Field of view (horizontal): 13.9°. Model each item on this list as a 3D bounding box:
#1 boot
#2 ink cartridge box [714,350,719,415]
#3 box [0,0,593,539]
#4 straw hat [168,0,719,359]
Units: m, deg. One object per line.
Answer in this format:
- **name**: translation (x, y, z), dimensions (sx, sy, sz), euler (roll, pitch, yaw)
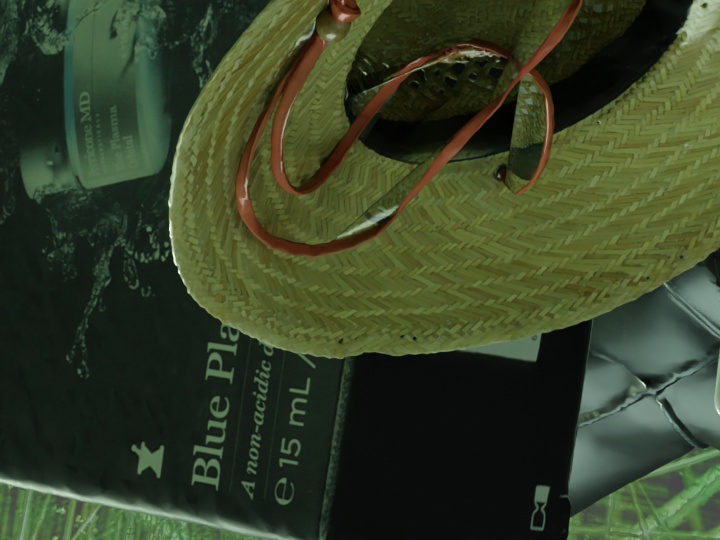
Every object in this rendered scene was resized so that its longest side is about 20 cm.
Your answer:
- **boot**: translation (0.083, 0.064, 0.956), dimensions (0.165, 0.066, 0.200), euler (41, 128, -19)
- **ink cartridge box**: translation (0.182, -0.024, 0.684), dimensions (0.200, 0.146, 0.084), euler (8, 177, -43)
- **box**: translation (-0.035, -0.023, 0.891), dimensions (0.200, 0.197, 0.117), euler (7, 178, 40)
- **straw hat**: translation (0.031, -0.071, 0.738), dimensions (0.201, 0.201, 0.085), euler (9, -140, -41)
